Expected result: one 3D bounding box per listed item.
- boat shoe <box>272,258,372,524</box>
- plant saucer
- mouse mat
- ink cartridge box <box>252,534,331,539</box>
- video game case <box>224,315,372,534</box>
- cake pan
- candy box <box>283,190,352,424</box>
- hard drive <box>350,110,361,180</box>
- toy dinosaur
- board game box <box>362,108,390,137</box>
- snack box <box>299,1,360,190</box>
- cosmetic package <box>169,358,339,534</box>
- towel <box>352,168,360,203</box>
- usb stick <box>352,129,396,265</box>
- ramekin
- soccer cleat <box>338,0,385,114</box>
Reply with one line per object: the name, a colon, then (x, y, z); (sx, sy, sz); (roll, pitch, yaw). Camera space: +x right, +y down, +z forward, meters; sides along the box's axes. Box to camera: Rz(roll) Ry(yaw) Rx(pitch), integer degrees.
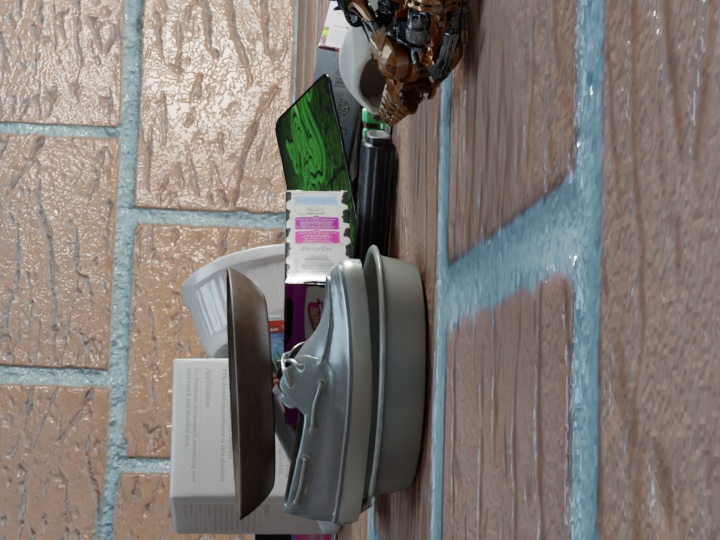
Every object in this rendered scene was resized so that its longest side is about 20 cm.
boat shoe: (-0.029, 0.091, 1.083); (0.070, 0.071, 0.202); (-115, 27, -78)
plant saucer: (-0.088, 0.097, 1.169); (0.200, 0.032, 0.201); (177, 90, -84)
mouse mat: (-0.043, -0.080, 1.475); (0.161, 0.008, 0.201); (148, 114, -64)
ink cartridge box: (-0.085, 0.366, 1.802); (0.037, 0.094, 0.201); (-106, 15, -61)
video game case: (-0.053, 0.134, 1.323); (0.201, 0.017, 0.143); (64, -169, 7)
cake pan: (0.021, 0.081, 1.131); (0.200, 0.037, 0.201); (-178, 90, -85)
candy box: (-0.038, 0.028, 1.293); (0.200, 0.061, 0.137); (-97, 7, -64)
hard drive: (-0.017, -0.177, 1.716); (0.132, 0.026, 0.201); (-103, 16, -70)
toy dinosaur: (0.026, -0.165, 0.945); (0.200, 0.102, 0.136); (-52, 47, 43)
board game box: (0.020, -0.254, 1.354); (0.200, 0.026, 0.201); (99, 171, -51)
snack box: (-0.027, -0.169, 1.555); (0.142, 0.053, 0.201); (-79, -1, -59)
cosmetic package: (-0.117, 0.205, 1.685); (0.166, 0.199, 0.168); (103, 168, -66)
towel: (0.000, 0.000, 1.484); (0.145, 0.022, 0.201); (134, 138, -82)
usb stick: (0.010, -0.025, 1.333); (0.055, 0.032, 0.201); (-98, 11, -75)
ramekin: (-0.112, 0.049, 1.800); (0.202, 0.202, 0.095); (105, 153, -67)
soccer cleat: (0.020, -0.219, 1.180); (0.200, 0.069, 0.078); (97, 156, -43)
